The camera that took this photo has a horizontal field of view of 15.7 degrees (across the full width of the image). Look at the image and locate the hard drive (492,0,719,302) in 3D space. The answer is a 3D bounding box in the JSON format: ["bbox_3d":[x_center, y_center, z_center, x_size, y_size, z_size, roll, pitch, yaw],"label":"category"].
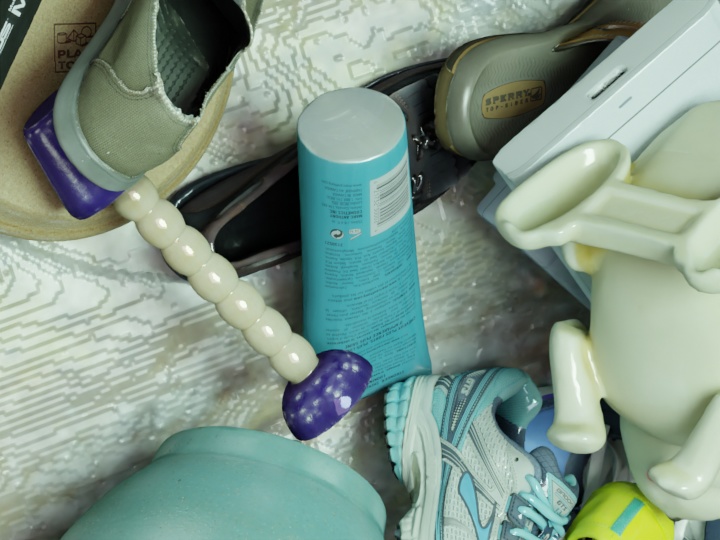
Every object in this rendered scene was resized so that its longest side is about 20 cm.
[{"bbox_3d":[0.164,-0.030,1.302,0.132,0.027,0.200,-41,130,-3],"label":"hard drive"}]

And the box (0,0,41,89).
[{"bbox_3d":[-0.205,-0.202,1.160,0.193,0.048,0.200,24,88,19],"label":"box"}]

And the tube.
[{"bbox_3d":[0.000,0.000,1.279,0.077,0.050,0.200,-17,138,-13],"label":"tube"}]

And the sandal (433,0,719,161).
[{"bbox_3d":[0.123,-0.101,1.329,0.200,0.055,0.082,-16,109,-39],"label":"sandal"}]

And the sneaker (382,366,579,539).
[{"bbox_3d":[0.065,0.125,1.279,0.086,0.200,0.078,-18,141,11],"label":"sneaker"}]

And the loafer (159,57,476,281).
[{"bbox_3d":[-0.004,-0.046,1.304,0.200,0.063,0.072,-27,104,-15],"label":"loafer"}]

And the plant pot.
[{"bbox_3d":[-0.060,0.160,1.256,0.200,0.200,0.134,30,59,-21],"label":"plant pot"}]

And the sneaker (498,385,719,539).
[{"bbox_3d":[0.170,0.115,1.343,0.200,0.146,0.081,14,91,-21],"label":"sneaker"}]

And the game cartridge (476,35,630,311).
[{"bbox_3d":[0.162,-0.028,1.341,0.133,0.041,0.200,-51,129,0],"label":"game cartridge"}]

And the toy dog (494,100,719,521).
[{"bbox_3d":[0.163,0.030,1.251,0.194,0.139,0.200,-51,139,-44],"label":"toy dog"}]

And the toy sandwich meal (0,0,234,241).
[{"bbox_3d":[-0.154,-0.113,1.243,0.205,0.070,0.206,-6,102,-31],"label":"toy sandwich meal"}]

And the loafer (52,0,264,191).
[{"bbox_3d":[-0.070,-0.120,1.184,0.075,0.070,0.200,43,48,-30],"label":"loafer"}]

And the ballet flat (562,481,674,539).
[{"bbox_3d":[0.097,0.192,1.327,0.067,0.067,0.200,32,121,11],"label":"ballet flat"}]

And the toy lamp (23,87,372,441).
[{"bbox_3d":[-0.077,-0.007,1.221,0.058,0.058,0.200,-47,110,-9],"label":"toy lamp"}]
